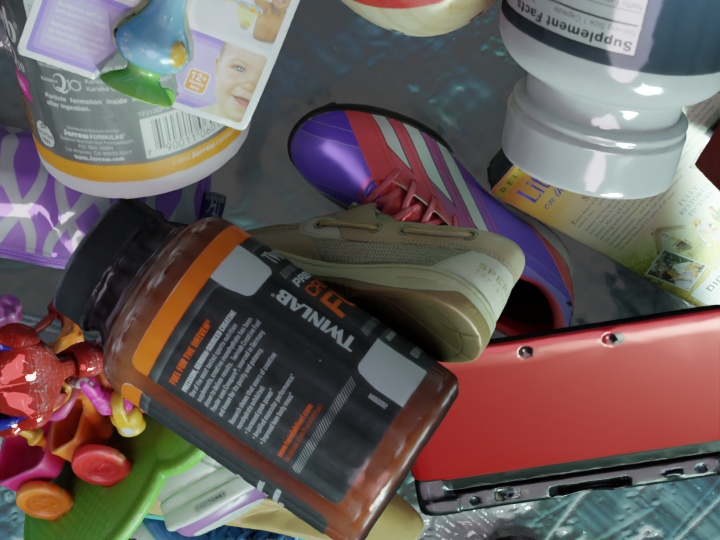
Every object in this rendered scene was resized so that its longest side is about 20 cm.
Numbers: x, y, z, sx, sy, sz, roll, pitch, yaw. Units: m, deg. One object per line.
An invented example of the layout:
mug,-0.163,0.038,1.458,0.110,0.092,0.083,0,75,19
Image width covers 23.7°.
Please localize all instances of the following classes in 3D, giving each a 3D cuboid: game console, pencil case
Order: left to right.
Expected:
pencil case,-0.177,-0.033,0.946,0.199,0.086,0.084,11,161,-6
game console,0.124,0.066,1.004,0.199,0.172,0.120,-8,104,6

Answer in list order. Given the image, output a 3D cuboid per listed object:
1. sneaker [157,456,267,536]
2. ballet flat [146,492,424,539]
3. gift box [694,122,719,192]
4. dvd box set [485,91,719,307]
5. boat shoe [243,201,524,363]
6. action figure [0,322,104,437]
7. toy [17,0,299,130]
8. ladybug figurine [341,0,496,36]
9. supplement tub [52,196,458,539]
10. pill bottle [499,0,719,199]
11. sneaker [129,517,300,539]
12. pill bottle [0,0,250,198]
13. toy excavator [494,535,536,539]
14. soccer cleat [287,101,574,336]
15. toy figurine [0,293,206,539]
sneaker,-0.049,0.074,1.035,0.199,0.100,0.075,-31,168,-2
ballet flat,-0.053,0.135,1.092,0.199,0.069,0.063,7,113,-8
gift box,0.306,-0.041,0.854,0.186,0.200,0.185,24,112,-21
dvd box set,0.192,-0.057,0.966,0.199,0.029,0.147,26,122,-20
boat shoe,0.000,0.000,0.926,0.199,0.065,0.072,7,141,43
action figure,-0.229,0.062,0.880,0.199,0.052,0.066,-9,104,-12
toy,-0.063,-0.164,0.751,0.115,0.047,0.201,17,109,-21
ladybug figurine,0.021,-0.197,0.831,0.135,0.072,0.201,-12,127,9
supplement tub,-0.056,0.044,0.872,0.199,0.107,0.107,34,124,4
pill bottle,0.131,-0.143,0.821,0.119,0.120,0.201,7,117,-6
sneaker,-0.058,0.189,1.137,0.199,0.076,0.077,19,107,-18
pill bottle,-0.121,-0.146,0.842,0.115,0.117,0.201,-5,127,3
toy excavator,0.090,0.301,1.209,0.194,0.100,0.200,-26,132,19
soccer cleat,0.045,-0.023,0.964,0.199,0.073,0.068,34,120,-24
toy figurine,-0.197,0.061,0.960,0.184,0.151,0.199,34,132,-31
